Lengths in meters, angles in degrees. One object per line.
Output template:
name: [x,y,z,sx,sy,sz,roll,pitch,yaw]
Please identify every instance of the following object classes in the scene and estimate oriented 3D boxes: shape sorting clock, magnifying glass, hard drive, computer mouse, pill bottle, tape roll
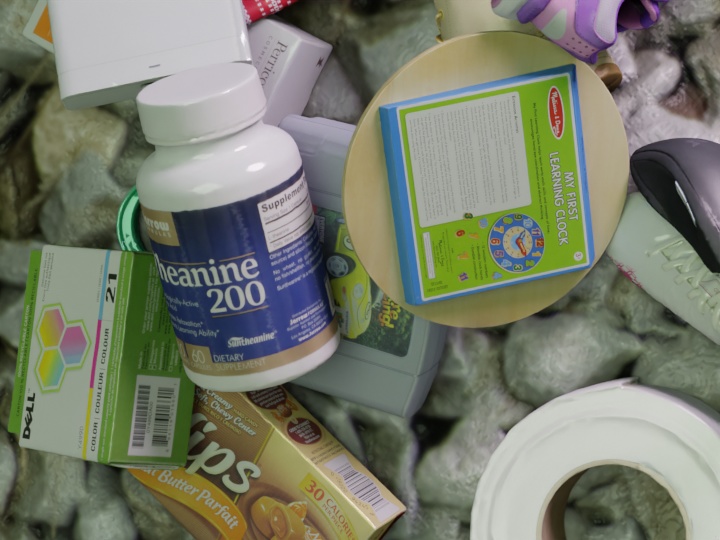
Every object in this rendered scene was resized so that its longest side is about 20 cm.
shape sorting clock: [0.083,-0.059,1.338,0.199,0.039,0.201,-4,109,-12]
magnifying glass: [-0.087,-0.044,1.491,0.199,0.022,0.080,-11,87,18]
hard drive: [-0.154,-0.216,1.408,0.131,0.026,0.201,-11,69,1]
computer mouse: [0.272,-0.032,1.329,0.200,0.140,0.046,62,145,41]
pill bottle: [-0.086,-0.030,1.355,0.111,0.111,0.201,-6,111,19]
tape roll: [0.178,0.176,1.378,0.202,0.071,0.203,0,91,20]

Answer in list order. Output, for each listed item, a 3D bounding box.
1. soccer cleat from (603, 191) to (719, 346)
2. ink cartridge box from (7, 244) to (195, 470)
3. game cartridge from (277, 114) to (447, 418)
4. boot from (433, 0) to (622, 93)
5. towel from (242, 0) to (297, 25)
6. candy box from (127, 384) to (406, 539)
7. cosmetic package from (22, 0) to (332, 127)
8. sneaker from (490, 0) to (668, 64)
soccer cleat: [0.240,0.011,1.346,0.200,0.086,0.070,36,101,15]
ink cartridge box: [-0.209,0.057,1.462,0.200,0.076,0.148,4,87,42]
game cartridge: [0.000,0.000,1.413,0.133,0.041,0.201,13,116,25]
boot: [0.064,-0.151,1.413,0.200,0.073,0.156,-29,78,23]
towel: [-0.084,-0.244,1.438,0.199,0.022,0.145,-27,69,-5]
candy box: [-0.078,0.147,1.462,0.200,0.055,0.116,44,115,14]
cosmetic package: [-0.133,-0.166,1.479,0.200,0.071,0.102,30,99,16]
sneaker: [0.172,-0.204,1.335,0.088,0.200,0.081,43,147,3]
